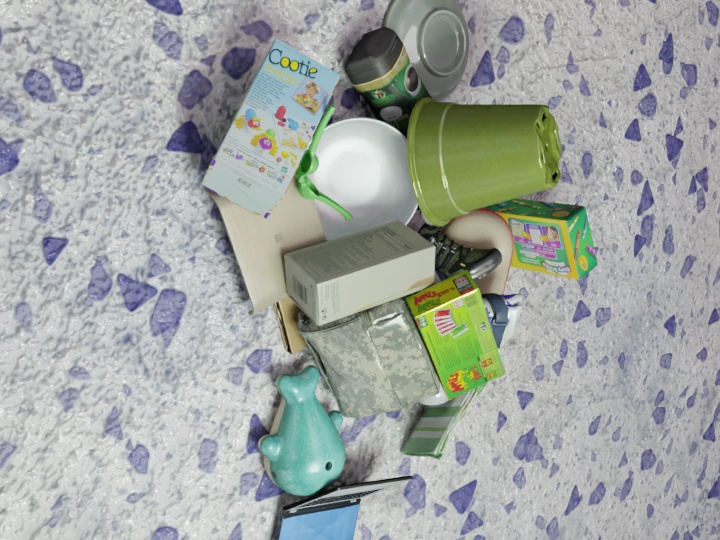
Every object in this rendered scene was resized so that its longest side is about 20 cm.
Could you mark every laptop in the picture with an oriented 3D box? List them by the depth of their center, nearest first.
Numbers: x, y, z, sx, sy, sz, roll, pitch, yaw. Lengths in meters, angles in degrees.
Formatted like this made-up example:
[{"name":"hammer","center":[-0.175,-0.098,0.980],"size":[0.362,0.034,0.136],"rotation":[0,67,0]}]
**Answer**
[{"name":"laptop","center":[-0.029,0.422,1.393],"size":[0.187,0.200,0.116],"rotation":[7,60,-49]}]

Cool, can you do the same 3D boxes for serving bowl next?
[{"name":"serving bowl","center":[-0.008,-0.139,1.319],"size":[0.199,0.066,0.201],"rotation":[-2,108,-7]}]

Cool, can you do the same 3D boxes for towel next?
[{"name":"towel","center":[0.156,0.241,1.511],"size":[0.023,0.152,0.200],"rotation":[38,70,-11]}]

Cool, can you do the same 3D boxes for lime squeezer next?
[{"name":"lime squeezer","center":[-0.057,-0.137,1.205],"size":[0.038,0.070,0.201],"rotation":[-90,174,-46]}]

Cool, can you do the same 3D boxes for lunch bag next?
[{"name":"lunch bag","center":[0.010,0.121,1.333],"size":[0.167,0.139,0.201],"rotation":[-23,115,0]}]

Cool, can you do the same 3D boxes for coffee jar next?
[{"name":"coffee jar","center":[0.055,-0.277,1.358],"size":[0.200,0.085,0.105],"rotation":[55,40,-33]}]

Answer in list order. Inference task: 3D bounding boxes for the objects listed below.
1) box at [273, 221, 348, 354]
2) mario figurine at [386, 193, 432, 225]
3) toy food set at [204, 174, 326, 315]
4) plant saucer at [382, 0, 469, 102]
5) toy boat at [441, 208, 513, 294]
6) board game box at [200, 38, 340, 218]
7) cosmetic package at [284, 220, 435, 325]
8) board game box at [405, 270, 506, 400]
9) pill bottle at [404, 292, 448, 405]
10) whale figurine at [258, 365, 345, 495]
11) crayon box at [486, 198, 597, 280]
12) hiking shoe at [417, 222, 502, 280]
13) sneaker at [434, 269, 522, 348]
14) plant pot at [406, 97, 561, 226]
[{"name":"box","center":[-0.055,0.019,1.367],"size":[0.200,0.021,0.164],"rotation":[-27,115,-34]},{"name":"mario figurine","center":[0.117,-0.143,1.431],"size":[0.199,0.106,0.124],"rotation":[-7,103,-38]},{"name":"toy food set","center":[-0.132,-0.052,1.255],"size":[0.143,0.060,0.201],"rotation":[-27,113,-26]},{"name":"plant saucer","center":[0.123,-0.376,1.429],"size":[0.199,0.050,0.201],"rotation":[-9,104,-40]},{"name":"toy boat","center":[0.199,-0.017,1.526],"size":[0.131,0.130,0.201],"rotation":[-62,164,-67]},{"name":"board game box","center":[-0.122,-0.191,1.174],"size":[0.105,0.103,0.201],"rotation":[28,68,-11]},{"name":"cosmetic package","center":[0.000,0.000,1.245],"size":[0.199,0.105,0.071],"rotation":[-17,124,-26]},{"name":"board game box","center":[0.148,0.102,1.307],"size":[0.101,0.048,0.200],"rotation":[-24,130,0]},{"name":"pill bottle","center":[0.113,0.126,1.473],"size":[0.110,0.111,0.201],"rotation":[-25,114,-35]},{"name":"whale figurine","center":[-0.081,0.253,1.333],"size":[0.159,0.104,0.201],"rotation":[-12,108,-38]},{"name":"crayon box","center":[0.322,-0.061,1.558],"size":[0.058,0.200,0.119],"rotation":[-35,119,-30]},{"name":"hiking shoe","center":[0.133,-0.031,1.422],"size":[0.076,0.199,0.101],"rotation":[-66,148,-74]},{"name":"sneaker","center":[0.184,0.050,1.370],"size":[0.146,0.081,0.201],"rotation":[-28,125,-7]},{"name":"plant pot","center":[0.195,-0.176,1.294],"size":[0.200,0.189,0.201],"rotation":[16,72,-60]}]
